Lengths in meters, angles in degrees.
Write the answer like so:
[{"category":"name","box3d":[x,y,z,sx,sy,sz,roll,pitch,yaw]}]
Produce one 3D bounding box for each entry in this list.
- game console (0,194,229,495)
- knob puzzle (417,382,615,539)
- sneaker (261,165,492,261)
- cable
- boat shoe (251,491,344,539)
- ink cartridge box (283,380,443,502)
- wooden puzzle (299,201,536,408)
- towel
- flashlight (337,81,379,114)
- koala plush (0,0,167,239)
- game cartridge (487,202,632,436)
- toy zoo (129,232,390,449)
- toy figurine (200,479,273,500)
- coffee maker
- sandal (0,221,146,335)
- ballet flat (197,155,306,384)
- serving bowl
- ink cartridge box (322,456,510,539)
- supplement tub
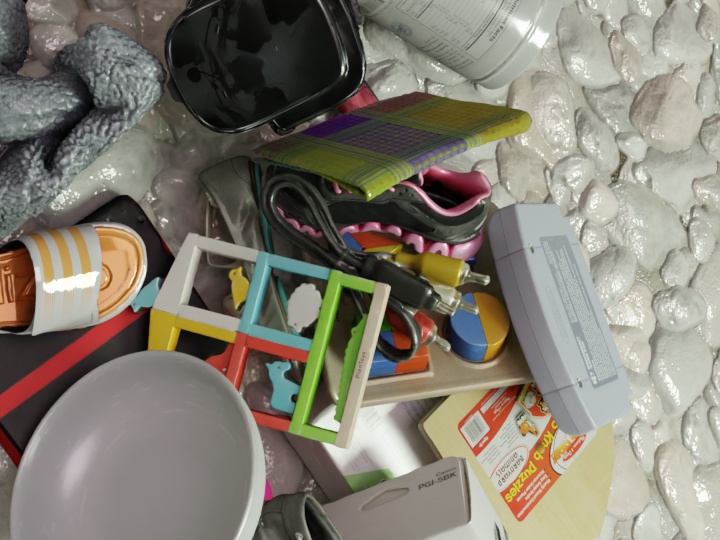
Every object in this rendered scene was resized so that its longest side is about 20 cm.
[{"category":"game console","box3d":[-0.214,0.061,0.897,0.200,0.031,0.178,-38,97,-27]},{"category":"knob puzzle","box3d":[0.154,0.160,1.004,0.218,0.030,0.222,6,80,-32]},{"category":"sneaker","box3d":[0.018,-0.069,0.929,0.198,0.096,0.080,10,62,-8]},{"category":"cable","box3d":[0.000,0.000,0.909,0.199,0.050,0.098,31,104,6]},{"category":"boat shoe","box3d":[-0.010,0.244,0.824,0.201,0.057,0.067,53,22,-17]},{"category":"ink cartridge box","box3d":[0.040,0.119,1.000,0.200,0.067,0.118,-39,104,-27]},{"category":"wooden puzzle","box3d":[0.054,0.018,0.969,0.198,0.046,0.187,-5,59,-14]},{"category":"towel","box3d":[0.030,-0.106,0.910,0.199,0.143,0.023,-26,122,-38]},{"category":"flashlight","box3d":[-0.004,-0.149,1.011,0.068,0.068,0.201,-41,102,-27]},{"category":"koala plush","box3d":[-0.276,-0.146,0.810,0.184,0.177,0.200,-47,110,-12]},{"category":"game cartridge","box3d":[0.173,0.039,0.974,0.133,0.040,0.202,-2,72,-61]},{"category":"toy zoo","box3d":[-0.087,0.050,0.882,0.198,0.020,0.133,14,85,10]},{"category":"toy figurine","box3d":[-0.131,0.228,0.877,0.198,0.150,0.186,-13,70,8]},{"category":"coffee maker","box3d":[-0.053,-0.196,0.859,0.134,0.200,0.192,40,100,-15]},{"category":"sandal","box3d":[-0.253,0.015,0.830,0.205,0.059,0.080,-12,96,-24]},{"category":"ballet flat","box3d":[-0.094,0.005,0.956,0.063,0.067,0.202,-14,90,-1]},{"category":"serving bowl","box3d":[-0.151,0.162,0.812,0.066,0.199,0.202,48,59,-56]},{"category":"ink cartridge box","box3d":[0.062,0.271,0.921,0.146,0.083,0.201,-24,116,13]},{"category":"supplement tub","box3d":[0.072,-0.269,1.031,0.199,0.132,0.133,26,72,-24]}]
